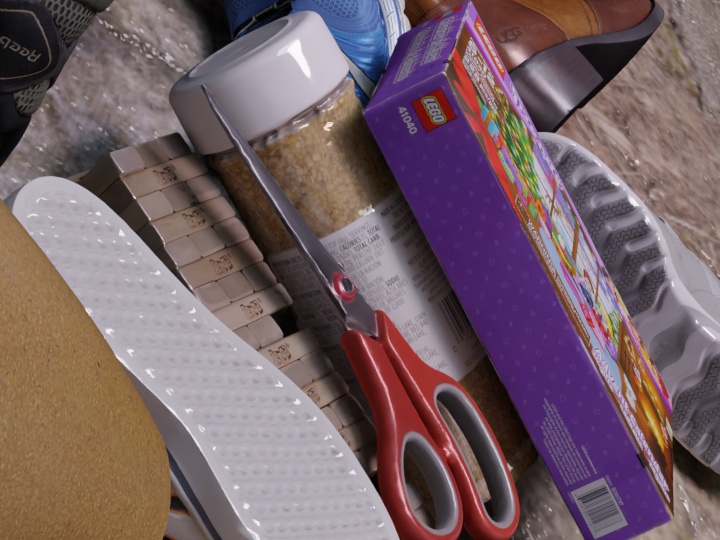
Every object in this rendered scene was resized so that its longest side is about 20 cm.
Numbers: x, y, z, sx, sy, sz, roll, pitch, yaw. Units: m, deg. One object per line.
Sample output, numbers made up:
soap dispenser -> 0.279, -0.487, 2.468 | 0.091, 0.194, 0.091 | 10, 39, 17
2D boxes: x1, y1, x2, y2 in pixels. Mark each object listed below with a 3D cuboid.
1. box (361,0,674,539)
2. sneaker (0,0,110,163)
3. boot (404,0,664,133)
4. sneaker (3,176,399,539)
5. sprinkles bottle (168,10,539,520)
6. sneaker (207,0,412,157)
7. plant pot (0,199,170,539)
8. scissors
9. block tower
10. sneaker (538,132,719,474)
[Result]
box -> 0.069, -0.002, 1.025 | 0.201, 0.039, 0.137 | 62, 13, -13
sneaker -> -0.151, -0.105, 0.943 | 0.076, 0.114, 0.199 | 31, 9, -27
boot -> 0.052, -0.162, 1.298 | 0.200, 0.069, 0.188 | 45, 39, 3
sneaker -> -0.070, 0.061, 0.877 | 0.200, 0.079, 0.078 | 49, 34, -8
sprinkles bottle -> 0.000, 0.000, 0.992 | 0.201, 0.068, 0.068 | 61, 29, -14
sneaker -> -0.022, -0.078, 1.079 | 0.089, 0.078, 0.201 | 10, 51, -50
plant pot -> -0.149, 0.040, 0.727 | 0.200, 0.186, 0.187 | 35, 33, -49
scissors -> 0.001, 0.016, 0.950 | 0.073, 0.014, 0.201 | -19, 81, -51
block tower -> -0.048, 0.040, 0.947 | 0.200, 0.058, 0.054 | 55, 31, 7
sneaker -> 0.131, 0.013, 1.209 | 0.200, 0.075, 0.082 | 50, 16, -14
